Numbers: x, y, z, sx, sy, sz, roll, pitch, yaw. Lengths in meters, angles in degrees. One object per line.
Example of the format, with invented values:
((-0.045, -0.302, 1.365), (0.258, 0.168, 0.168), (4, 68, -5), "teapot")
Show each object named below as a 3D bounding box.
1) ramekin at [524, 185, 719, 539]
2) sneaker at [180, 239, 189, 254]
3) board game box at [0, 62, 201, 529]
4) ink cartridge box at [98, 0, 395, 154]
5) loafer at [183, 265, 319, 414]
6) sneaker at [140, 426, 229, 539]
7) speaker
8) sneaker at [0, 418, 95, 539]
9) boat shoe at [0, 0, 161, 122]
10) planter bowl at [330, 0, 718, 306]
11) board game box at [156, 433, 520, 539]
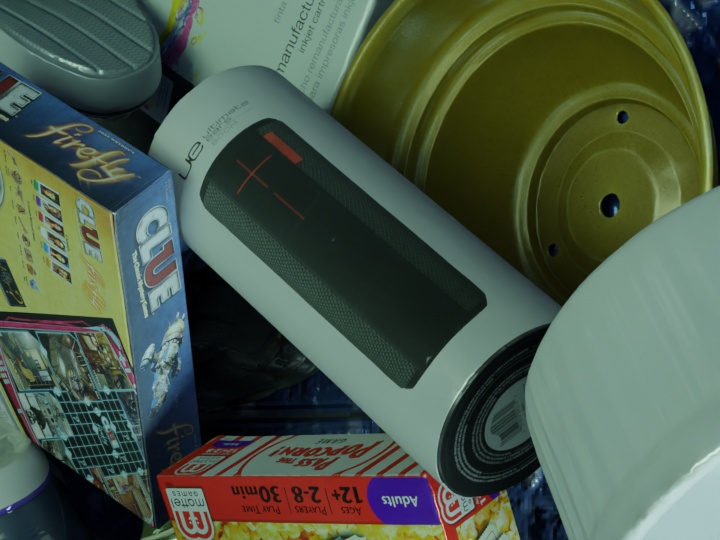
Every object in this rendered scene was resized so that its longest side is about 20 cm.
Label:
((0.155, 0.049, 0.857), (0.200, 0.200, 0.098), (-46, 50, 29), "ramekin")
((-0.135, -0.007, 1.143), (0.078, 0.070, 0.200), (-46, 8, -9), "sneaker")
((-0.132, 0.007, 1.060), (0.135, 0.035, 0.200), (32, 145, 28), "board game box")
((-0.056, -0.099, 1.132), (0.200, 0.083, 0.146), (35, 109, 38), "ink cartridge box")
((-0.089, 0.044, 1.158), (0.200, 0.070, 0.068), (-16, 47, 55), "loafer")
((-0.076, 0.162, 1.118), (0.067, 0.090, 0.200), (-33, 64, 36), "sneaker")
((0.000, 0.000, 0.962), (0.200, 0.081, 0.081), (42, 113, 37), "speaker")
((-0.168, 0.140, 1.212), (0.147, 0.081, 0.200), (68, 169, -15), "sneaker")
((-0.156, -0.108, 1.134), (0.200, 0.072, 0.062), (35, 135, 43), "boat shoe")
((0.082, -0.030, 1.001), (0.200, 0.083, 0.201), (-6, 81, 41), "planter bowl")
((0.011, 0.166, 1.017), (0.151, 0.046, 0.200), (-5, 108, 42), "board game box")
